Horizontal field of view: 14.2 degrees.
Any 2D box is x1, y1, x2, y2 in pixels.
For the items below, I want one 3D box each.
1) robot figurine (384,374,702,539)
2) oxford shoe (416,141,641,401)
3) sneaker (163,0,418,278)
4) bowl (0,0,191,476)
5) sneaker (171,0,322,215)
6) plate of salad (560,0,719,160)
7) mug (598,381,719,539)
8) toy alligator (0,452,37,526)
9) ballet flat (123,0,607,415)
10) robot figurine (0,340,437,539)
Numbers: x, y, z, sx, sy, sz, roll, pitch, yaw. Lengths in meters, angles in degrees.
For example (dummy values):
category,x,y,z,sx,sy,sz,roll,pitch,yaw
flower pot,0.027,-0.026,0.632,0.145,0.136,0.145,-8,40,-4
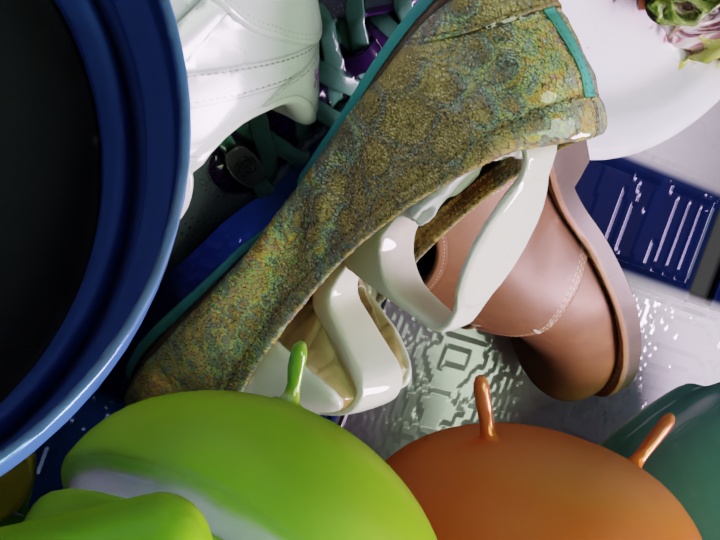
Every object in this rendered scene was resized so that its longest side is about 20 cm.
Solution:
category,x,y,z,sx,sy,sz,roll,pitch,yaw
robot figurine,0.039,0.133,0.860,0.117,0.143,0.201,-16,121,-81
oxford shoe,0.038,-0.009,0.910,0.071,0.071,0.200,-38,145,-7
sneaker,-0.016,-0.066,0.807,0.200,0.087,0.074,-56,139,-14
bowl,-0.138,-0.032,0.630,0.201,0.201,0.039,-46,175,-24
sneaker,-0.090,-0.037,0.725,0.200,0.075,0.100,-25,120,-22
plate of salad,0.105,-0.130,0.944,0.200,0.048,0.201,-22,122,-41
mug,0.108,0.118,0.992,0.185,0.114,0.152,-37,166,-16
toy alligator,-0.124,0.089,0.791,0.054,0.059,0.201,12,104,-6
ballet flat,0.000,0.000,0.797,0.071,0.071,0.200,-10,150,-45
robot figurine,-0.051,0.117,0.731,0.200,0.115,0.176,-59,153,-22
